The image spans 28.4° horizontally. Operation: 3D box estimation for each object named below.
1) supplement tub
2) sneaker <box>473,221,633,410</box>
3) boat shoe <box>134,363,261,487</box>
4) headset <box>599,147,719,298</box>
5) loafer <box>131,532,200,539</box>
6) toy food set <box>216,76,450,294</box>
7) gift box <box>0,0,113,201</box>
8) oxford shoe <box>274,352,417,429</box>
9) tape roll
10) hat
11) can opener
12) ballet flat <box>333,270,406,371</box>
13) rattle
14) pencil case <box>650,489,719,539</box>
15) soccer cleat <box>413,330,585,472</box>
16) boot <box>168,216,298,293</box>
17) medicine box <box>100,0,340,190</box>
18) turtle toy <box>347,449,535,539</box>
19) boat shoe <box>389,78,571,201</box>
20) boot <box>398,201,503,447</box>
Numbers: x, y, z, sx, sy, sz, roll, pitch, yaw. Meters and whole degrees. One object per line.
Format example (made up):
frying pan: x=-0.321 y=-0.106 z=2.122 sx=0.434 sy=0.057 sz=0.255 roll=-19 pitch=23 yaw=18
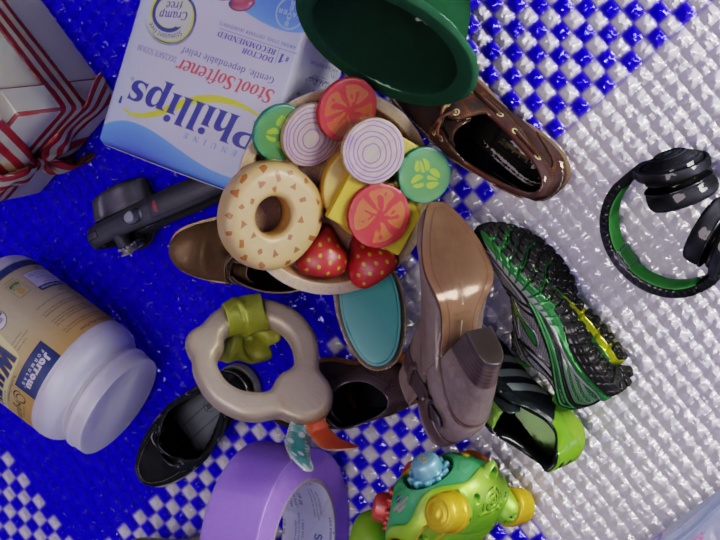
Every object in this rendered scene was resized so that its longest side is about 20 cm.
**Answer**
supplement tub: x=-0.334 y=0.091 z=1.536 sx=0.200 sy=0.144 sz=0.145 roll=34 pitch=114 yaw=16
sneaker: x=0.161 y=0.044 z=1.317 sx=0.085 sy=0.078 sz=0.200 roll=-36 pitch=83 yaw=33
boat shoe: x=-0.189 y=0.175 z=1.527 sx=0.199 sy=0.066 sz=0.075 roll=-37 pitch=85 yaw=28
headset: x=0.301 y=-0.059 z=1.240 sx=0.124 sy=0.094 sz=0.200 roll=53 pitch=133 yaw=2
loafer: x=-0.168 y=0.310 z=1.549 sx=0.199 sy=0.076 sz=0.069 roll=4 pitch=103 yaw=16
toy food set: x=-0.022 y=-0.074 z=1.305 sx=0.200 sy=0.049 sz=0.198 roll=27 pitch=93 yaw=-23
gift box: x=-0.377 y=-0.177 z=1.473 sx=0.200 sy=0.184 sz=0.187 roll=-42 pitch=80 yaw=34
oxford shoe: x=-0.028 y=0.127 z=1.425 sx=0.200 sy=0.072 sz=0.071 roll=-19 pitch=96 yaw=39
tape roll: x=-0.083 y=0.273 z=1.422 sx=0.065 sy=0.200 sz=0.201 roll=4 pitch=104 yaw=25
hat: x=0.066 y=-0.261 z=1.271 sx=0.200 sy=0.176 sz=0.166 roll=31 pitch=157 yaw=-10
can opener: x=-0.204 y=-0.068 z=1.479 sx=0.200 sy=0.063 sz=0.079 roll=-17 pitch=93 yaw=29
ballet flat: x=0.000 y=0.000 z=1.390 sx=0.070 sy=0.065 sz=0.201 roll=-14 pitch=84 yaw=0
rattle: x=-0.084 y=0.131 z=1.407 sx=0.200 sy=0.130 sz=0.143 roll=44 pitch=142 yaw=14
pencil case: x=0.300 y=0.265 z=1.296 sx=0.091 sy=0.083 sz=0.200 roll=42 pitch=118 yaw=-13
soccer cleat: x=0.126 y=0.113 z=1.347 sx=0.200 sy=0.081 sz=0.068 roll=38 pitch=115 yaw=16
boot: x=-0.120 y=-0.013 z=1.446 sx=0.199 sy=0.075 sz=0.074 roll=6 pitch=106 yaw=26
medicine box: x=-0.126 y=-0.186 z=1.371 sx=0.182 sy=0.103 sz=0.201 roll=21 pitch=97 yaw=21
turtle toy: x=0.064 y=0.243 z=1.388 sx=0.200 sy=0.146 sz=0.101 roll=-47 pitch=58 yaw=26
boat shoe: x=0.102 y=-0.133 z=1.310 sx=0.200 sy=0.070 sz=0.071 roll=33 pitch=116 yaw=17
boot: x=0.072 y=0.058 z=1.312 sx=0.146 sy=0.070 sz=0.200 roll=120 pitch=144 yaw=-51
